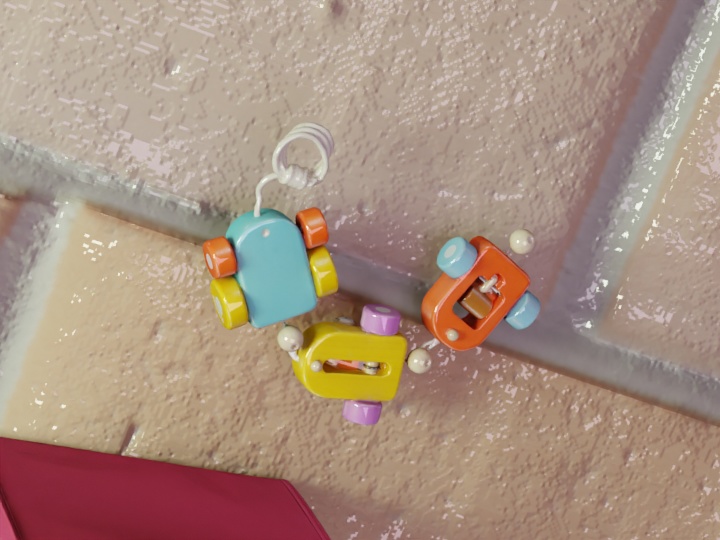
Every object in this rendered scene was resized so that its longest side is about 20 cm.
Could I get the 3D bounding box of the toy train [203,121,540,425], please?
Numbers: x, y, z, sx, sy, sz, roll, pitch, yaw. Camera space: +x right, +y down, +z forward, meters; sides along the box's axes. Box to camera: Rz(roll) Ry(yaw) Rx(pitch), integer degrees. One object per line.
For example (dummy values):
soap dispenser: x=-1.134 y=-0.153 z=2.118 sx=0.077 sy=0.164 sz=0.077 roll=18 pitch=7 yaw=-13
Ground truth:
toy train: x=0.000 y=0.000 z=1.403 sx=0.200 sy=0.056 sz=0.150 roll=34 pitch=93 yaw=-28

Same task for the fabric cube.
fabric cube: x=-0.131 y=0.224 z=1.353 sx=0.199 sy=0.196 sz=0.200 roll=11 pitch=104 yaw=-21
